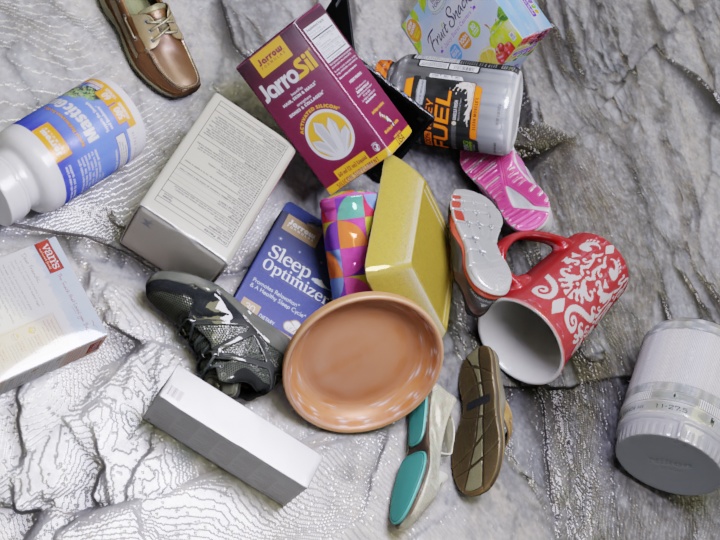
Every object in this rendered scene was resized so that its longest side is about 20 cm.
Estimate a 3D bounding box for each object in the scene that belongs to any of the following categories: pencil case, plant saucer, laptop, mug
[{"bbox_3d":[0.000,0.000,1.545,0.088,0.088,0.202,-10,94,-28],"label":"pencil case"},{"bbox_3d":[0.074,-0.016,1.562,0.200,0.048,0.201,59,32,-44],"label":"plant saucer"},{"bbox_3d":[0.001,0.107,1.491,0.199,0.201,0.038,9,29,-20],"label":"plant saucer"},{"bbox_3d":[0.003,-0.247,1.650,0.199,0.177,0.104,36,56,-4],"label":"laptop"},{"bbox_3d":[0.265,0.026,1.653,0.133,0.179,0.200,18,42,36],"label":"mug"}]

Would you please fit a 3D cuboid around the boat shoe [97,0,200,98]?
[{"bbox_3d":[-0.277,-0.318,1.616,0.075,0.074,0.201,-32,82,-32],"label":"boat shoe"}]

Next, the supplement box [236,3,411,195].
[{"bbox_3d":[-0.044,-0.213,1.542,0.200,0.110,0.086,53,33,-9],"label":"supplement box"}]

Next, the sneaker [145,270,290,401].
[{"bbox_3d":[-0.181,0.085,1.467,0.199,0.076,0.115,37,50,-11],"label":"sneaker"}]

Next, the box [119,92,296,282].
[{"bbox_3d":[-0.187,-0.094,1.530,0.127,0.109,0.201,34,57,-8],"label":"box"}]

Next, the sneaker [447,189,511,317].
[{"bbox_3d":[0.138,-0.023,1.594,0.077,0.082,0.201,15,41,-16],"label":"sneaker"}]

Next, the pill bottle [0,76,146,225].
[{"bbox_3d":[-0.363,-0.139,1.470,0.112,0.112,0.200,48,56,3],"label":"pill bottle"}]

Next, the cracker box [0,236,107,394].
[{"bbox_3d":[-0.404,0.062,1.387,0.199,0.058,0.135,-25,79,-31],"label":"cracker box"}]

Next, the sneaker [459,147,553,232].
[{"bbox_3d":[0.207,-0.117,1.747,0.081,0.088,0.201,-31,58,7],"label":"sneaker"}]

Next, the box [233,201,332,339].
[{"bbox_3d":[-0.080,0.007,1.578,0.121,0.032,0.201,31,57,-8],"label":"box"}]

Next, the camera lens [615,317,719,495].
[{"bbox_3d":[0.437,0.177,1.656,0.159,0.160,0.201,31,57,-8],"label":"camera lens"}]

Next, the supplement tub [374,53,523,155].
[{"bbox_3d":[0.117,-0.229,1.694,0.198,0.123,0.123,8,59,12],"label":"supplement tub"}]

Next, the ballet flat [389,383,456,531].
[{"bbox_3d":[0.086,0.232,1.528,0.062,0.067,0.201,26,58,-22],"label":"ballet flat"}]

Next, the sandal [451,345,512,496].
[{"bbox_3d":[0.163,0.193,1.584,0.054,0.080,0.201,30,51,-34],"label":"sandal"}]

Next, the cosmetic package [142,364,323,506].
[{"bbox_3d":[-0.148,0.192,1.429,0.199,0.083,0.051,34,54,-7],"label":"cosmetic package"}]

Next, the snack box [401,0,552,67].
[{"bbox_3d":[0.160,-0.347,1.754,0.067,0.200,0.169,-25,78,-32],"label":"snack box"}]
